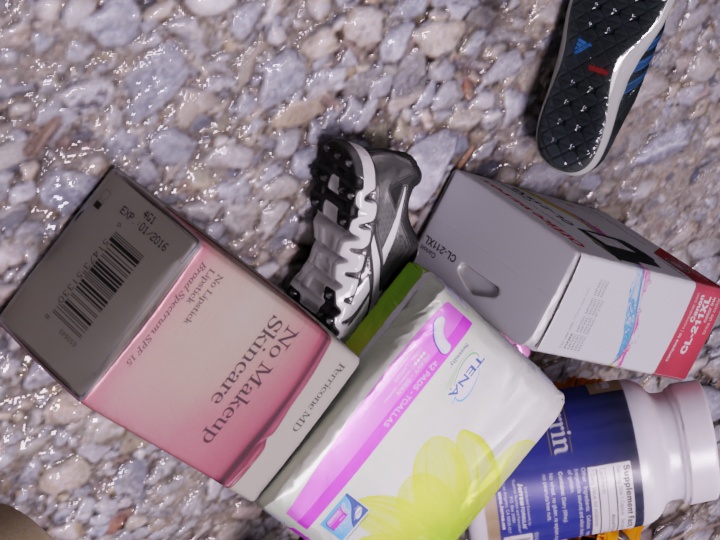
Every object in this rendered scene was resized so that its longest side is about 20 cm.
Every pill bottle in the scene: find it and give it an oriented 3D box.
[{"bbox_3d":[0.173,0.148,1.593,0.198,0.116,0.116,-9,132,-1],"label":"pill bottle"}]

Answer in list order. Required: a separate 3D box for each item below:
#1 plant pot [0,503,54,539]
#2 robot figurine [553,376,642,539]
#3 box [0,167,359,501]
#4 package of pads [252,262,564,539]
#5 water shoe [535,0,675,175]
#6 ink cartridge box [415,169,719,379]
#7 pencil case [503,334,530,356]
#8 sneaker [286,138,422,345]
[{"bbox_3d":[-0.275,0.250,1.310,0.200,0.186,0.188,-44,142,-31],"label":"plant pot"},{"bbox_3d":[0.198,0.190,1.759,0.201,0.058,0.146,68,36,-45],"label":"robot figurine"},{"bbox_3d":[-0.115,0.046,1.344,0.128,0.109,0.200,-53,140,0],"label":"box"},{"bbox_3d":[0.034,0.119,1.441,0.154,0.068,0.200,41,87,-32],"label":"package of pads"},{"bbox_3d":[0.185,-0.169,1.524,0.201,0.071,0.079,-66,166,14],"label":"water shoe"},{"bbox_3d":[0.159,0.005,1.549,0.199,0.146,0.083,13,108,-48],"label":"ink cartridge box"},{"bbox_3d":[0.031,0.093,1.536,0.199,0.087,0.083,-30,147,-24],"label":"pencil case"},{"bbox_3d":[0.000,0.000,1.454,0.090,0.066,0.201,-7,121,-38],"label":"sneaker"}]
